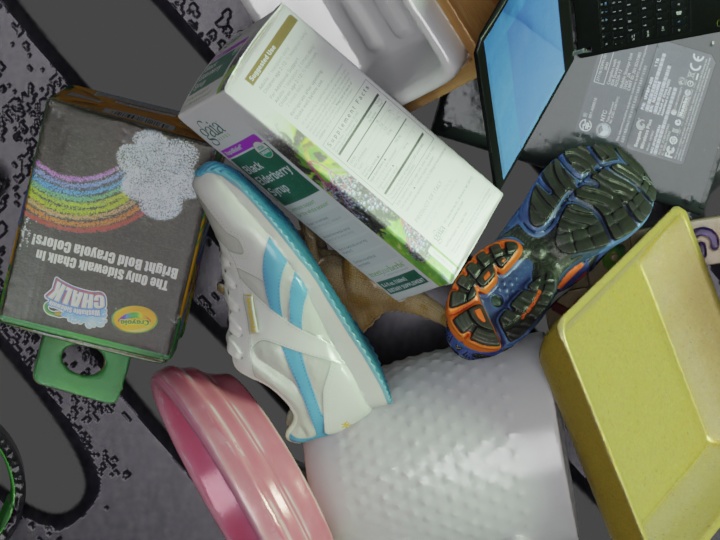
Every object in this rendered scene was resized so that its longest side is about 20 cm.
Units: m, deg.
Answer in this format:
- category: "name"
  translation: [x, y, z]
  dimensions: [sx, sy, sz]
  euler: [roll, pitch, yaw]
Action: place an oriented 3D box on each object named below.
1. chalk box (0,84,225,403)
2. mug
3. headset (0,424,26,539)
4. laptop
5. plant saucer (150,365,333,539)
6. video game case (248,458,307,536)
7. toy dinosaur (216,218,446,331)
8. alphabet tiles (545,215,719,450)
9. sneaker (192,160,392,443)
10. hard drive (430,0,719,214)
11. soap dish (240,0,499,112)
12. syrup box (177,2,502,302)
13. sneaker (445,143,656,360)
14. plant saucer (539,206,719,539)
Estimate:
- category: "chalk box"
  translation: [-0.172, -0.013, 1.582]
  dimensions: [0.124, 0.124, 0.201]
  euler: [15, 100, -2]
- category: "mug"
  translation: [0.056, 0.151, 1.572]
  dimensions: [0.174, 0.148, 0.201]
  euler: [-10, 60, 6]
- category: "headset"
  translation: [-0.334, 0.145, 1.625]
  dimensions: [0.199, 0.094, 0.124]
  euler: [21, 98, -13]
- category: "laptop"
  translation: [0.169, -0.154, 1.479]
  dimensions: [0.199, 0.177, 0.104]
  euler: [-10, 62, 3]
- category: "plant saucer"
  translation: [-0.073, 0.147, 1.562]
  dimensions: [0.051, 0.200, 0.201]
  euler: [-29, 97, -12]
- category: "video game case"
  translation: [-0.003, 0.255, 1.669]
  dimensions: [0.199, 0.022, 0.183]
  euler: [23, 98, -2]
- category: "toy dinosaur"
  translation: [0.000, 0.000, 1.607]
  dimensions: [0.199, 0.058, 0.102]
  euler: [9, 99, 24]
- category: "alphabet tiles"
  translation: [0.222, 0.067, 1.640]
  dimensions: [0.166, 0.008, 0.201]
  euler: [-10, 98, 1]
- category: "sneaker"
  translation: [-0.059, 0.022, 1.504]
  dimensions: [0.081, 0.077, 0.200]
  euler: [-30, 101, 5]
- category: "hard drive"
  translation: [0.162, -0.134, 1.599]
  dimensions: [0.199, 0.033, 0.140]
  euler: [17, 99, -2]
- category: "soap dish"
  translation: [0.009, -0.183, 1.523]
  dimensions: [0.081, 0.200, 0.158]
  euler: [-36, 97, -27]
- category: "syrup box"
  translation: [-0.013, -0.075, 1.505]
  dimensions: [0.200, 0.079, 0.082]
  euler: [39, 65, -16]
- category: "sneaker"
  translation: [0.120, -0.013, 1.548]
  dimensions: [0.200, 0.078, 0.075]
  euler: [-40, 83, -25]
- category: "plant saucer"
  translation: [0.194, 0.085, 1.559]
  dimensions: [0.048, 0.200, 0.201]
  euler: [-13, 106, 37]
